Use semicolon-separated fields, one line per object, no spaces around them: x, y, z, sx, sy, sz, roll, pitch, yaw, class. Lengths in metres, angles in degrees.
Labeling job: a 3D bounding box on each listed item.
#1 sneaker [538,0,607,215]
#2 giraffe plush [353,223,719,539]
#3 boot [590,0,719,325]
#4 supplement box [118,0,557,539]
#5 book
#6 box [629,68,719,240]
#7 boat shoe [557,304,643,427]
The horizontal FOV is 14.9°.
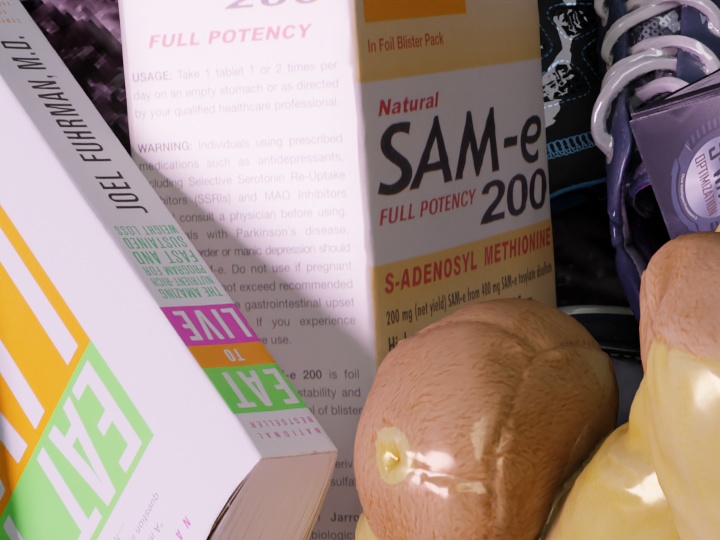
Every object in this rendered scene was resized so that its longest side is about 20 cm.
0.063;-0.066;0.868;0.082;0.073;0.200;39;87;9;sneaker
0.066;0.063;0.643;0.162;0.172;0.201;5;93;40;giraffe plush
0.096;-0.062;0.782;0.090;0.073;0.201;-25;94;-57;boot
0.000;0.000;0.764;0.073;0.126;0.201;-1;97;26;supplement box
-0.087;0.027;0.737;0.048;0.134;0.200;-3;41;-39;book
0.170;-0.001;0.771;0.200;0.043;0.161;-26;98;-46;box
0.125;0.069;0.820;0.199;0.062;0.075;28;96;5;boat shoe
